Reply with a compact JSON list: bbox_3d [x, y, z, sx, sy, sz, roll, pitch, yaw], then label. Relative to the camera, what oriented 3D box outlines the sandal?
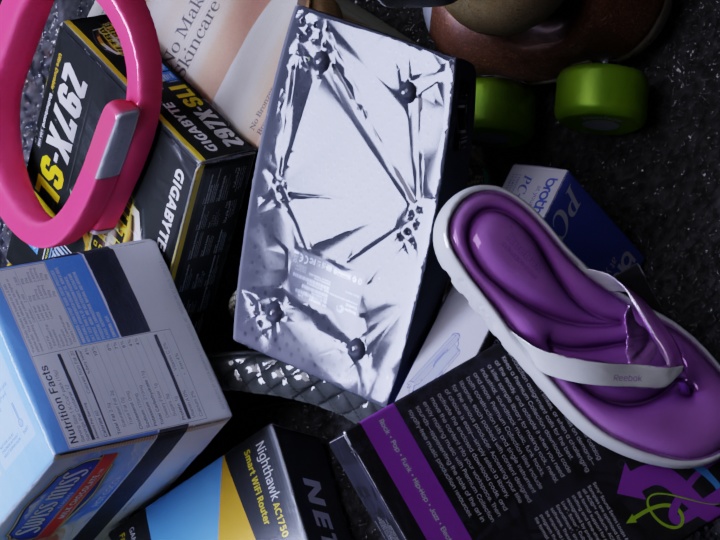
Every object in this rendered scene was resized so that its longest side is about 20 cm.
[{"bbox_3d":[0.122,0.032,1.503,0.082,0.203,0.050,-55,7,-22],"label":"sandal"}]

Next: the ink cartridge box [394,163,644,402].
[{"bbox_3d":[0.082,0.049,1.593,0.044,0.094,0.200,9,65,43],"label":"ink cartridge box"}]

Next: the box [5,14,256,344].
[{"bbox_3d":[-0.150,-0.039,1.817,0.160,0.049,0.200,47,134,34],"label":"box"}]

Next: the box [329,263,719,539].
[{"bbox_3d":[0.102,0.104,1.524,0.143,0.200,0.036,60,160,3],"label":"box"}]

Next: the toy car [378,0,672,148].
[{"bbox_3d":[0.069,-0.176,1.633,0.158,0.200,0.164,-5,75,38],"label":"toy car"}]

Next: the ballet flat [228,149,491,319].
[{"bbox_3d":[0.000,0.000,1.727,0.200,0.068,0.075,-34,48,25],"label":"ballet flat"}]

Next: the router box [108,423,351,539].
[{"bbox_3d":[-0.065,0.216,1.733,0.149,0.051,0.200,-35,58,28],"label":"router box"}]

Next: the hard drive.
[{"bbox_3d":[-0.001,-0.037,1.596,0.135,0.042,0.200,22,108,38],"label":"hard drive"}]

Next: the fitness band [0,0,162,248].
[{"bbox_3d":[-0.184,-0.106,1.772,0.144,0.037,0.200,54,135,30],"label":"fitness band"}]

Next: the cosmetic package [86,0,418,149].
[{"bbox_3d":[-0.070,-0.148,1.812,0.200,0.087,0.103,34,102,40],"label":"cosmetic package"}]

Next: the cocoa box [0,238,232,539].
[{"bbox_3d":[-0.196,0.092,1.769,0.200,0.131,0.133,-48,62,48],"label":"cocoa box"}]

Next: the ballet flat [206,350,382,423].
[{"bbox_3d":[-0.052,0.078,1.753,0.200,0.066,0.057,-4,81,39],"label":"ballet flat"}]

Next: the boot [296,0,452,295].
[{"bbox_3d":[0.008,-0.072,1.676,0.075,0.074,0.200,-14,84,9],"label":"boot"}]
